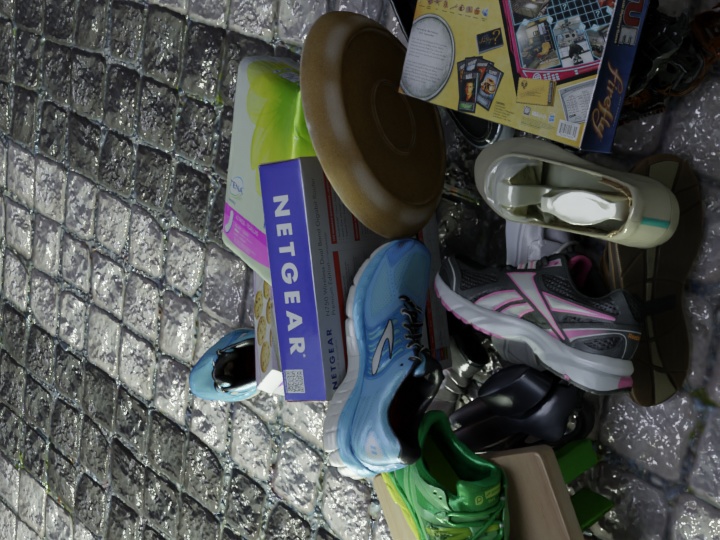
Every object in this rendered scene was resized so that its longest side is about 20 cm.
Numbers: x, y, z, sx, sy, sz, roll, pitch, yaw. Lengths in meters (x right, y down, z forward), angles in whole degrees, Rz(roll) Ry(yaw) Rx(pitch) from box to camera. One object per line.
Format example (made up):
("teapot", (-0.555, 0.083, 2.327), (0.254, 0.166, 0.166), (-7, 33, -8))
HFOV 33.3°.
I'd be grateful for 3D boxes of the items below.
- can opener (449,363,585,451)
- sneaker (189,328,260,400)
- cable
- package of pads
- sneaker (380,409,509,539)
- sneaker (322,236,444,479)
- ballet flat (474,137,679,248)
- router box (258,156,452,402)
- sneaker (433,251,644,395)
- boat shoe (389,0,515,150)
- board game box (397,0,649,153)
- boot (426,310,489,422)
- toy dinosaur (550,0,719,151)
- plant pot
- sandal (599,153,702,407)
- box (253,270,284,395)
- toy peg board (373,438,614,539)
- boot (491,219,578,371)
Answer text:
("can opener", (0.126, 0.118, 1.036), (0.079, 0.063, 0.200), (43, 152, -4))
("sneaker", (-0.137, 0.100, 1.326), (0.200, 0.090, 0.079), (-26, 79, 46))
("cable", (0.137, 0.171, 1.099), (0.097, 0.050, 0.200), (49, 118, 28))
("package of pads", (-0.071, -0.094, 1.142), (0.154, 0.068, 0.201), (38, 125, 55))
("sneaker", (0.085, 0.201, 0.956), (0.200, 0.074, 0.084), (56, 138, 15))
("sneaker", (0.037, 0.069, 0.966), (0.090, 0.078, 0.201), (-6, 67, 41))
("ballet flat", (0.145, -0.059, 0.910), (0.200, 0.069, 0.070), (17, 109, 46))
("router box", (0.000, 0.000, 1.039), (0.049, 0.179, 0.201), (-5, 92, 40))
("sneaker", (0.148, 0.021, 0.946), (0.200, 0.080, 0.087), (29, 102, 41))
("boat shoe", (0.075, -0.196, 1.081), (0.069, 0.056, 0.201), (-37, 70, 44))
("board game box", (0.114, -0.174, 0.872), (0.200, 0.034, 0.136), (27, 110, 48))
("boot", (0.035, 0.071, 1.176), (0.200, 0.070, 0.132), (38, 116, 29))
("toy dinosaur", (0.215, -0.165, 0.894), (0.200, 0.136, 0.102), (-51, 57, 10))
("plant pot", (0.020, -0.126, 1.009), (0.027, 0.200, 0.201), (-17, 84, 32))
("sandal", (0.223, 0.007, 0.954), (0.054, 0.080, 0.201), (-151, 56, -65))
("box", (-0.086, 0.035, 1.246), (0.041, 0.039, 0.201), (-47, 36, 41))
("toy peg board", (0.139, 0.246, 1.041), (0.199, 0.098, 0.201), (-19, 90, 46))
("boot", (0.173, -0.001, 1.008), (0.095, 0.073, 0.201), (25, 123, 36))
